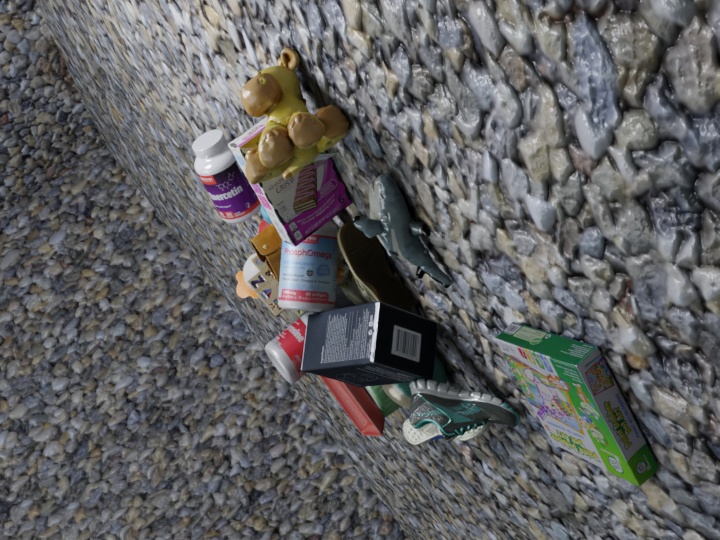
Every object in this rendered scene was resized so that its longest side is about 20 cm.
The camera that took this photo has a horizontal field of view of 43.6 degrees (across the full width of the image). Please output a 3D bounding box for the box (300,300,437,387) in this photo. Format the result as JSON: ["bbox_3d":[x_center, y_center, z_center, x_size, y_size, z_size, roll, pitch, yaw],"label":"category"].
[{"bbox_3d":[0.015,0.135,1.593,0.147,0.109,0.198,20,158,-38],"label":"box"}]

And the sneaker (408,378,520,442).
[{"bbox_3d":[0.170,0.248,1.523,0.196,0.093,0.078,10,165,22],"label":"sneaker"}]

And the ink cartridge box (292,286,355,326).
[{"bbox_3d":[-0.058,0.067,1.802,0.198,0.041,0.200,-2,-139,-50],"label":"ink cartridge box"}]

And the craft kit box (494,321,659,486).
[{"bbox_3d":[0.288,0.175,1.216,0.199,0.048,0.199,56,165,-17],"label":"craft kit box"}]

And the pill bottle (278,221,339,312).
[{"bbox_3d":[-0.093,-0.028,1.652,0.109,0.107,0.205,180,94,-72],"label":"pill bottle"}]

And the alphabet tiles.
[{"bbox_3d":[-0.116,-0.006,1.750,0.166,0.199,0.006,45,166,26],"label":"alphabet tiles"}]

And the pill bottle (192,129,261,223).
[{"bbox_3d":[-0.305,-0.214,2.045,0.112,0.112,0.202,35,156,50],"label":"pill bottle"}]

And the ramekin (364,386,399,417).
[{"bbox_3d":[0.032,0.231,2.010,0.200,0.097,0.201,49,164,18],"label":"ramekin"}]

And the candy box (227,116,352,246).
[{"bbox_3d":[-0.116,-0.164,1.532,0.061,0.136,0.202,21,145,60],"label":"candy box"}]

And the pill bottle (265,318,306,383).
[{"bbox_3d":[-0.119,0.165,2.135,0.112,0.199,0.113,47,163,19],"label":"pill bottle"}]

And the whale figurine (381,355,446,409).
[{"bbox_3d":[0.095,0.175,1.725,0.157,0.104,0.201,21,-153,-30],"label":"whale figurine"}]

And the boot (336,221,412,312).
[{"bbox_3d":[0.000,0.000,1.649,0.201,0.072,0.154,54,162,-16],"label":"boot"}]

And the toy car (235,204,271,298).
[{"bbox_3d":[-0.203,-0.022,1.983,0.177,0.199,0.185,45,163,28],"label":"toy car"}]

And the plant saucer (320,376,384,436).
[{"bbox_3d":[-0.020,0.279,2.017,0.201,0.036,0.200,54,164,1],"label":"plant saucer"}]

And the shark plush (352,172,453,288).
[{"bbox_3d":[0.069,-0.049,1.359,0.083,0.091,0.202,-26,96,44],"label":"shark plush"}]

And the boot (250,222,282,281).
[{"bbox_3d":[-0.152,-0.091,1.741,0.204,0.142,0.071,62,163,14],"label":"boot"}]

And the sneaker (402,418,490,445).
[{"bbox_3d":[0.185,0.285,1.733,0.198,0.110,0.078,-24,84,41],"label":"sneaker"}]

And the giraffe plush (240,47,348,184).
[{"bbox_3d":[-0.117,-0.245,1.387,0.164,0.171,0.200,63,-162,3],"label":"giraffe plush"}]
